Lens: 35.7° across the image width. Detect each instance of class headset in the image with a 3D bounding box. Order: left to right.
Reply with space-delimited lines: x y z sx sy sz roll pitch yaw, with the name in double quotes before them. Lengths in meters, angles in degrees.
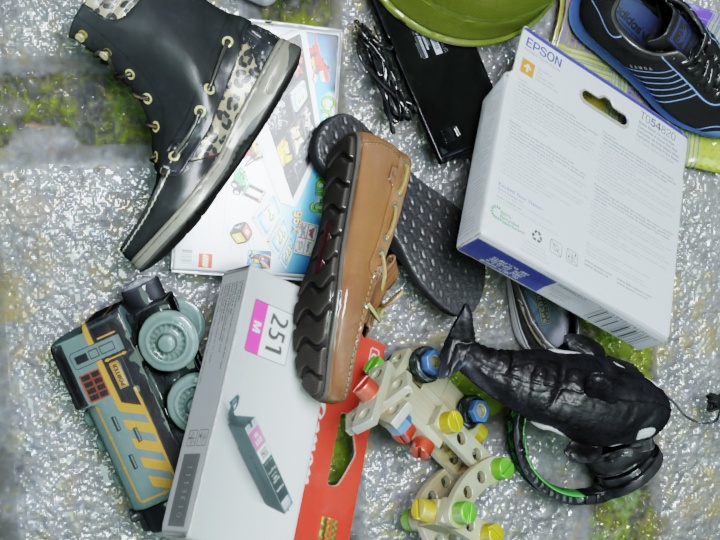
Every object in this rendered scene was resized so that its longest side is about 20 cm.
"headset" 0.225 0.131 0.948 0.197 0.094 0.125 -10 95 -12

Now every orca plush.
"orca plush" 0.165 0.078 0.867 0.199 0.071 0.106 32 59 -7

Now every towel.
"towel" 0.249 -0.176 0.977 0.198 0.023 0.145 17 88 -14

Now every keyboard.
"keyboard" 0.040 -0.184 0.918 0.103 0.040 0.202 -21 87 -25

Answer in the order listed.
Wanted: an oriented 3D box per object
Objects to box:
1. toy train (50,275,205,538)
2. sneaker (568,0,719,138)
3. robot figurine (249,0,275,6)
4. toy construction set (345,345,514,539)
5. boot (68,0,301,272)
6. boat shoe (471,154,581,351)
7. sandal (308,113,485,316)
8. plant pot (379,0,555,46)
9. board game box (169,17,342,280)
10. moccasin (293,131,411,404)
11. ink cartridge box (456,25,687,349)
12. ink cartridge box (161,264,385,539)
"toy train" -0.155 0.108 0.865 0.113 0.085 0.202 -22 100 1
"sneaker" 0.266 -0.175 0.930 0.199 0.078 0.071 30 85 -14
"robot figurine" -0.078 -0.278 0.835 0.198 0.170 0.114 19 49 -2
"toy construction set" 0.049 0.139 0.890 0.201 0.091 0.132 56 49 -32
"boot" -0.155 -0.120 0.826 0.153 0.073 0.205 35 86 -5
"boat shoe" 0.144 -0.021 0.935 0.069 0.066 0.203 -12 96 -13
"sandal" 0.030 -0.044 0.913 0.200 0.045 0.075 47 61 -15
"plant pot" 0.108 -0.295 0.831 0.198 0.193 0.203 2 82 -16
"board game box" -0.084 -0.096 0.892 0.124 0.035 0.203 4 92 -13
"moccasin" -0.001 0.000 0.833 0.077 0.073 0.204 20 67 -26
"ink cartridge box" 0.178 -0.066 0.907 0.198 0.040 0.202 28 60 -22
"ink cartridge box" -0.048 0.121 0.848 0.172 0.043 0.202 25 67 -35
